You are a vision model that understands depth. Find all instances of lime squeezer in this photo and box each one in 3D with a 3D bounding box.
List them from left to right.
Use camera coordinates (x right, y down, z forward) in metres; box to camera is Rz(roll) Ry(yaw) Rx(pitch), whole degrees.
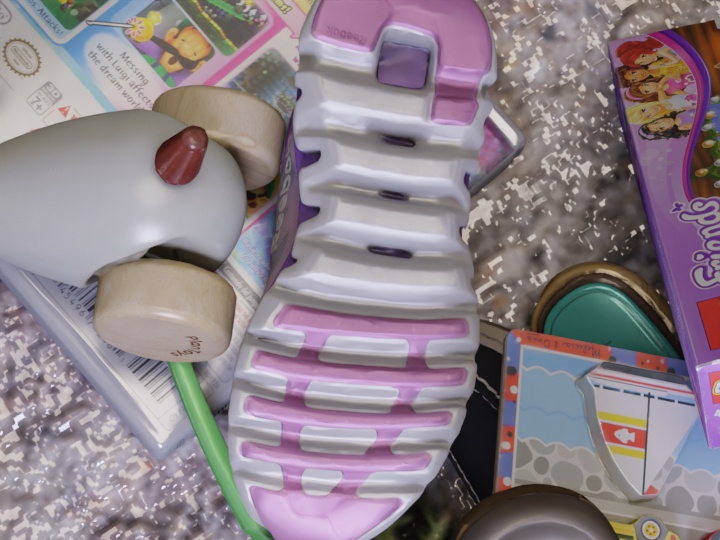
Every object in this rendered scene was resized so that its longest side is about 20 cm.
[{"bbox_3d":[-0.003,0.106,1.064,0.199,0.038,0.071,34,90,-5],"label":"lime squeezer"}]

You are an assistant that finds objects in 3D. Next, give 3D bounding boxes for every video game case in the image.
[{"bbox_3d":[-0.070,-0.063,1.111,0.182,0.024,0.200,-40,83,-13],"label":"video game case"}]

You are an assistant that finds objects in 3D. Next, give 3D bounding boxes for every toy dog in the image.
[{"bbox_3d":[-0.120,-0.033,1.031,0.199,0.096,0.133,-9,66,-8],"label":"toy dog"}]

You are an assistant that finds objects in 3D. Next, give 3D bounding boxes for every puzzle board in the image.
[{"bbox_3d":[0.137,0.107,1.004,0.199,0.017,0.152,11,69,-15],"label":"puzzle board"}]

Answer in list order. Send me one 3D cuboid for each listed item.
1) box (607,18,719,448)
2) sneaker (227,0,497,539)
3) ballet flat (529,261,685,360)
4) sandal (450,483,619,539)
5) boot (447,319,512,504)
[{"bbox_3d":[0.168,-0.027,1.046,0.136,0.039,0.201,-12,36,3],"label":"box"},{"bbox_3d":[0.000,0.000,1.046,0.080,0.088,0.202,11,78,-7],"label":"sneaker"},{"bbox_3d":[0.134,0.079,1.079,0.068,0.063,0.201,-34,87,10],"label":"ballet flat"},{"bbox_3d":[0.078,0.165,0.932,0.081,0.055,0.201,-15,99,-10],"label":"sandal"},{"bbox_3d":[0.046,0.126,1.021,0.150,0.073,0.200,-31,78,-26],"label":"boot"}]
